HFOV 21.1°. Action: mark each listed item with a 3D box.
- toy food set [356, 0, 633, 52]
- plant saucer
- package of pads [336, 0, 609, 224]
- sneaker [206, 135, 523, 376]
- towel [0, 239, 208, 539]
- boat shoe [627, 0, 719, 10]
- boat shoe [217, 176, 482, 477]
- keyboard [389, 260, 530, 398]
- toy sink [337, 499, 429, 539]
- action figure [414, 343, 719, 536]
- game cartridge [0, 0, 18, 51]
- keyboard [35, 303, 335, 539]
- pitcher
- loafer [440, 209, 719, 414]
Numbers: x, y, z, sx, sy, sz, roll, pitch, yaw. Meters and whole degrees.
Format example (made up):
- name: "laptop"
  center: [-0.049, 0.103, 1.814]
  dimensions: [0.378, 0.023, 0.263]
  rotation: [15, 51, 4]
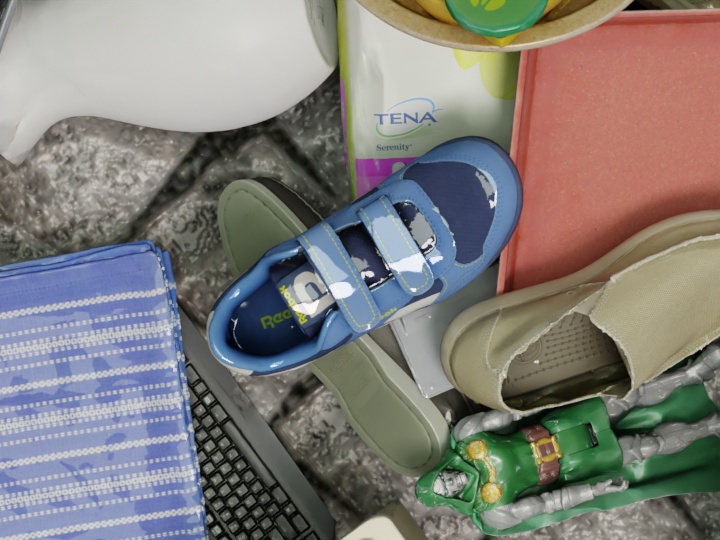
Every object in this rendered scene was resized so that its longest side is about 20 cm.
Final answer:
- name: "toy food set"
  center: [0.074, -0.199, 0.997]
  dimensions: [0.198, 0.049, 0.200]
  rotation: [39, 71, 22]
- name: "plant saucer"
  center: [0.171, -0.056, 1.069]
  dimensions: [0.198, 0.037, 0.201]
  rotation: [-3, 119, -12]
- name: "package of pads"
  center: [0.062, -0.123, 1.091]
  dimensions: [0.153, 0.068, 0.202]
  rotation: [-2, 113, 3]
- name: "sneaker"
  center: [0.000, 0.000, 1.035]
  dimensions: [0.199, 0.082, 0.074]
  rotation: [-34, 85, 20]
- name: "towel"
  center: [-0.168, 0.091, 1.130]
  dimensions: [0.143, 0.024, 0.202]
  rotation: [-9, 87, 2]
- name: "boat shoe"
  center: [0.202, -0.162, 1.119]
  dimensions: [0.199, 0.072, 0.065]
  rotation: [33, 91, 8]
- name: "boat shoe"
  center: [-0.006, 0.025, 1.127]
  dimensions: [0.202, 0.060, 0.072]
  rotation: [54, 136, 4]
- name: "keyboard"
  center: [0.112, 0.011, 1.115]
  dimensions: [0.199, 0.011, 0.057]
  rotation: [-22, 86, -16]
- name: "toy sink"
  center: [-0.005, 0.208, 1.052]
  dimensions: [0.130, 0.200, 0.112]
  rotation: [-37, 87, 2]
- name: "action figure"
  center: [0.121, 0.098, 1.093]
  dimensions: [0.198, 0.055, 0.119]
  rotation: [-18, 76, -19]
- name: "game cartridge"
  center: [-0.227, -0.168, 1.107]
  dimensions: [0.041, 0.133, 0.202]
  rotation: [19, 88, -25]
- name: "keyboard"
  center: [-0.118, 0.113, 1.149]
  dimensions: [0.127, 0.021, 0.201]
  rotation: [-37, 86, 1]
- name: "pitcher"
  center: [-0.120, -0.160, 1.116]
  dimensions: [0.198, 0.121, 0.173]
  rotation: [-10, 75, 13]
- name: "loafer"
  center: [0.144, 0.032, 1.050]
  dimensions: [0.199, 0.068, 0.076]
  rotation: [-23, 122, -1]
